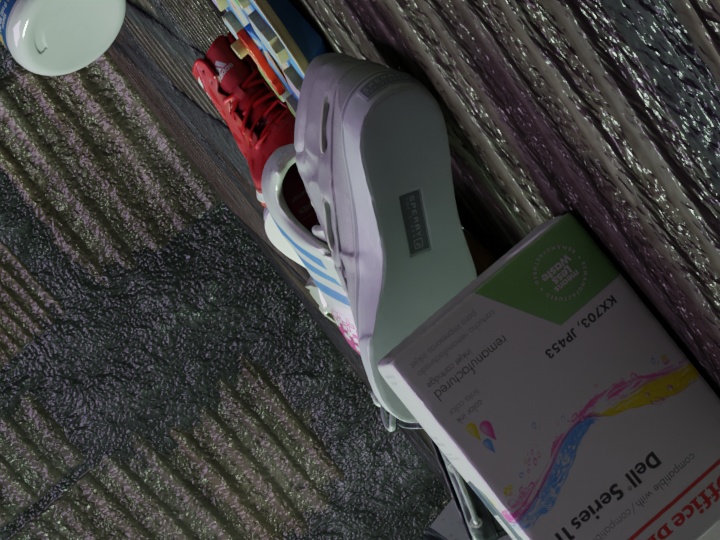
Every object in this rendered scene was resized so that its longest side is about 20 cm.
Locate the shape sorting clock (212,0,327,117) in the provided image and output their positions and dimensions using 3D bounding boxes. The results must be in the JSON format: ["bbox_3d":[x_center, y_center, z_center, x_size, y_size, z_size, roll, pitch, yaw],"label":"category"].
[{"bbox_3d":[-0.067,-0.156,1.231,0.200,0.039,0.200,50,175,6],"label":"shape sorting clock"}]

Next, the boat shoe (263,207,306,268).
[{"bbox_3d":[0.006,-0.008,1.507,0.199,0.072,0.069,33,-142,-16],"label":"boat shoe"}]

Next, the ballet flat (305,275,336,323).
[{"bbox_3d":[-0.012,0.018,1.837,0.068,0.068,0.200,49,174,24],"label":"ballet flat"}]

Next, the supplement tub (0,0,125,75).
[{"bbox_3d":[-0.365,-0.326,2.068,0.200,0.144,0.145,47,174,30],"label":"supplement tub"}]

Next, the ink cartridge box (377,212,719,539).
[{"bbox_3d":[0.115,0.087,0.904,0.200,0.117,0.067,51,173,-1],"label":"ink cartridge box"}]

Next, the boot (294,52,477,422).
[{"bbox_3d":[0.012,-0.022,1.035,0.096,0.073,0.201,-143,43,-58],"label":"boot"}]

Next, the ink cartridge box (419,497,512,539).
[{"bbox_3d":[0.110,0.206,1.205,0.146,0.200,0.083,28,164,49],"label":"ink cartridge box"}]

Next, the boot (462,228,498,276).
[{"bbox_3d":[0.081,0.006,1.094,0.201,0.068,0.188,57,-175,25],"label":"boot"}]

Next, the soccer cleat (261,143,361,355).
[{"bbox_3d":[0.000,0.000,1.266,0.200,0.070,0.086,51,174,0],"label":"soccer cleat"}]

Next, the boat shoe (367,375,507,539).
[{"bbox_3d":[0.041,0.069,1.101,0.200,0.068,0.074,61,180,-12],"label":"boat shoe"}]

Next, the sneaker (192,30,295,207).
[{"bbox_3d":[-0.085,-0.120,1.445,0.116,0.078,0.200,51,174,-15],"label":"sneaker"}]
